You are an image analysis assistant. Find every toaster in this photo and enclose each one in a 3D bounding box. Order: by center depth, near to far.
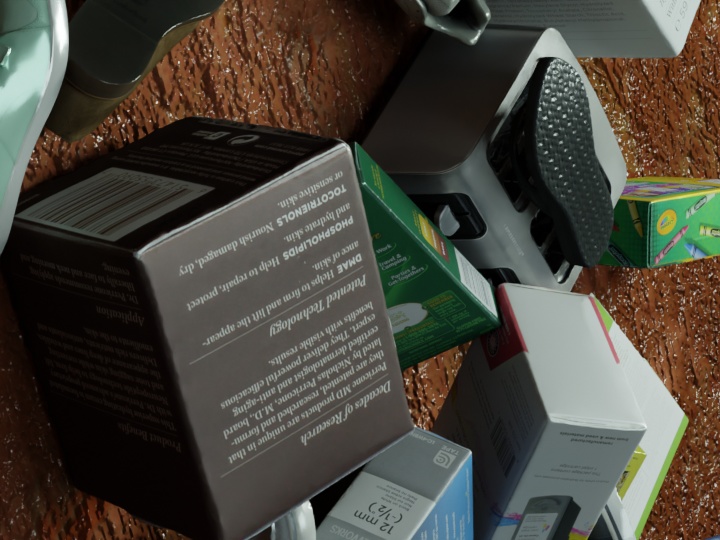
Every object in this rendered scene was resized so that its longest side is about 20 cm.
[{"bbox_3d":[0.099,-0.077,1.452,0.200,0.119,0.181,-58,136,-28],"label":"toaster"}]

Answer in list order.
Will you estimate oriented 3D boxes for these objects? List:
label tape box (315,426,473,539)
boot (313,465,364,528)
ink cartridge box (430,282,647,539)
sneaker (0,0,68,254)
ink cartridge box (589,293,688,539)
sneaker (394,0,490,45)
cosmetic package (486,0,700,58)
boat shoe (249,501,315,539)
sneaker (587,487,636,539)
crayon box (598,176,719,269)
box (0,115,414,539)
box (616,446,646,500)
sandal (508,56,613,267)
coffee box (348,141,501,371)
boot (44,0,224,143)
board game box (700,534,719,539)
[{"bbox_3d":[0.003,0.221,1.285,0.200,0.066,0.143,-48,149,-36],"label":"label tape box"},{"bbox_3d":[0.008,0.254,1.431,0.186,0.064,0.200,-33,121,-43],"label":"boot"},{"bbox_3d":[0.120,0.132,1.411,0.085,0.148,0.200,5,129,-19],"label":"ink cartridge box"},{"bbox_3d":[-0.234,-0.103,1.067,0.118,0.074,0.201,16,85,-57],"label":"sneaker"},{"bbox_3d":[0.185,0.129,1.621,0.200,0.076,0.148,50,58,-40],"label":"ink cartridge box"},{"bbox_3d":[0.030,-0.226,1.351,0.076,0.092,0.200,-48,140,14],"label":"sneaker"},{"bbox_3d":[0.162,-0.286,1.464,0.200,0.165,0.165,46,60,-44],"label":"cosmetic package"},{"bbox_3d":[-0.096,0.202,1.224,0.068,0.200,0.072,-8,61,-39],"label":"boat shoe"},{"bbox_3d":[0.173,0.244,1.455,0.079,0.078,0.200,-17,120,-6],"label":"sneaker"},{"bbox_3d":[0.248,-0.044,1.640,0.200,0.119,0.058,-10,102,-50],"label":"crayon box"},{"bbox_3d":[-0.095,0.031,1.171,0.164,0.166,0.200,-30,118,-34],"label":"box"},{"bbox_3d":[0.146,0.205,1.512,0.050,0.075,0.200,12,112,-34],"label":"box"},{"bbox_3d":[0.137,-0.073,1.376,0.075,0.048,0.201,-60,148,-28],"label":"sandal"},{"bbox_3d":[0.000,0.000,1.337,0.200,0.123,0.044,42,30,-44],"label":"coffee box"},{"bbox_3d":[-0.144,-0.152,1.196,0.074,0.075,0.200,36,41,-3],"label":"boot"},{"bbox_3d":[0.240,0.348,1.637,0.200,0.062,0.200,-15,110,-5],"label":"board game box"}]
